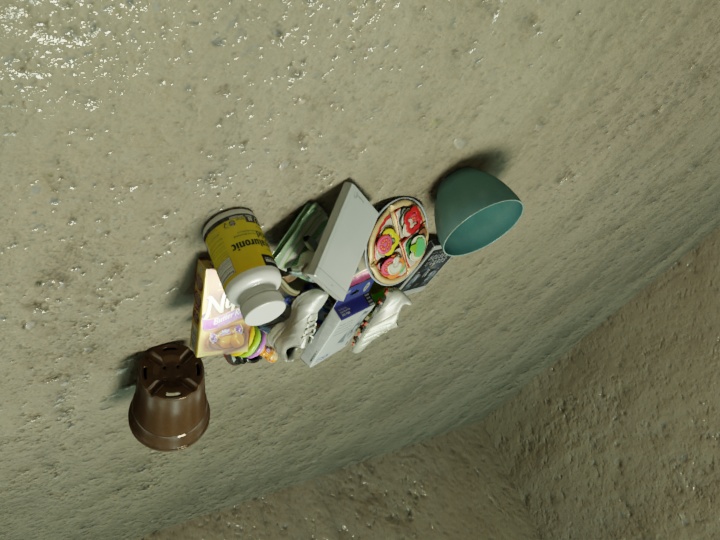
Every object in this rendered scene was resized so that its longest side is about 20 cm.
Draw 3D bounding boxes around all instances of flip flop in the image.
[{"bbox_3d":[-0.163,-0.006,1.674,0.057,0.082,0.200,-36,150,6],"label":"flip flop"}]

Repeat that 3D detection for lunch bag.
[{"bbox_3d":[-0.154,0.095,1.836,0.159,0.076,0.200,-29,145,20],"label":"lunch bag"}]

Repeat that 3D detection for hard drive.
[{"bbox_3d":[-0.032,-0.056,1.572,0.026,0.203,0.132,12,162,32],"label":"hard drive"}]

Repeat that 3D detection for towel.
[{"bbox_3d":[-0.097,-0.052,1.639,0.153,0.023,0.200,-55,152,3],"label":"towel"}]

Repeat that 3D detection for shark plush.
[{"bbox_3d":[-0.072,0.004,1.629,0.091,0.083,0.199,-54,151,5],"label":"shark plush"}]

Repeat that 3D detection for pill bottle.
[{"bbox_3d":[-0.212,-0.004,1.458,0.110,0.202,0.112,-22,157,-10],"label":"pill bottle"}]

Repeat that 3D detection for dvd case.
[{"bbox_3d":[0.169,-0.009,2.019,0.149,0.025,0.201,-12,148,-51],"label":"dvd case"}]

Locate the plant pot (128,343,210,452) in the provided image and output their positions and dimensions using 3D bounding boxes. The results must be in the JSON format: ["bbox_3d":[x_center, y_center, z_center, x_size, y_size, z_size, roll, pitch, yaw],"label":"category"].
[{"bbox_3d":[-0.446,0.288,1.845,0.198,0.202,0.200,-14,145,-26],"label":"plant pot"}]

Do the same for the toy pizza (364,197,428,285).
[{"bbox_3d":[0.088,-0.061,1.732,0.198,0.032,0.203,-20,120,-38],"label":"toy pizza"}]

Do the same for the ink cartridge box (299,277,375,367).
[{"bbox_3d":[-0.038,0.118,1.833,0.201,0.040,0.199,-58,165,23],"label":"ink cartridge box"}]

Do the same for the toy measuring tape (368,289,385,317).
[{"bbox_3d":[0.015,0.108,1.991,0.198,0.074,0.073,-26,157,15],"label":"toy measuring tape"}]

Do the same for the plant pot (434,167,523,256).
[{"bbox_3d":[0.240,-0.145,1.728,0.198,0.136,0.201,-23,157,-10],"label":"plant pot"}]

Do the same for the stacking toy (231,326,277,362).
[{"bbox_3d":[-0.258,0.160,1.773,0.109,0.117,0.199,-35,131,24],"label":"stacking toy"}]

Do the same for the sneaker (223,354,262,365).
[{"bbox_3d":[-0.286,0.197,1.921,0.070,0.099,0.201,-14,155,-30],"label":"sneaker"}]

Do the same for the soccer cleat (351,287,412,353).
[{"bbox_3d":[0.049,0.133,1.920,0.201,0.077,0.069,-56,-174,17],"label":"soccer cleat"}]

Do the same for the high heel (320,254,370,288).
[{"bbox_3d":[0.000,0.000,1.778,0.198,0.068,0.096,-29,173,-30],"label":"high heel"}]

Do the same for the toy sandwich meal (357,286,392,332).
[{"bbox_3d":[0.041,0.102,2.104,0.203,0.071,0.206,-22,156,-10],"label":"toy sandwich meal"}]

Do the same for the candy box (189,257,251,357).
[{"bbox_3d":[-0.279,0.073,1.599,0.115,0.056,0.203,-4,115,-30],"label":"candy box"}]

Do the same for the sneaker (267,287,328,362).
[{"bbox_3d":[-0.126,0.120,1.743,0.074,0.087,0.201,5,130,-47],"label":"sneaker"}]

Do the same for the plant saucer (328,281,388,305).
[{"bbox_3d":[0.003,0.002,1.889,0.197,0.048,0.201,-22,156,-12],"label":"plant saucer"}]
